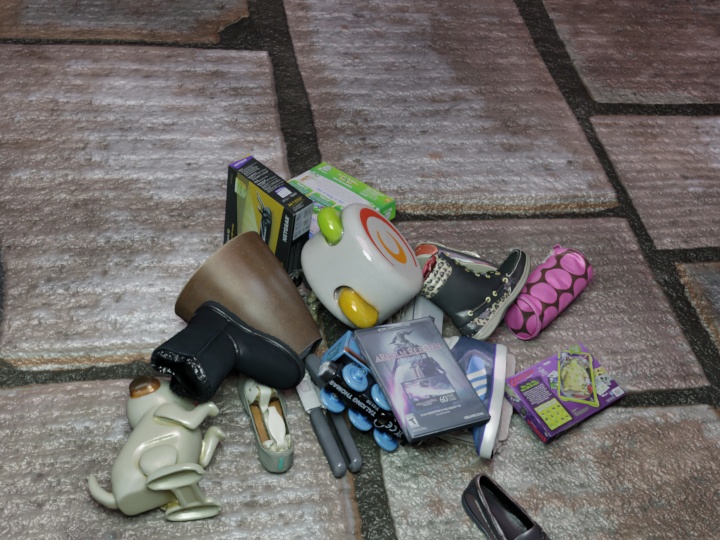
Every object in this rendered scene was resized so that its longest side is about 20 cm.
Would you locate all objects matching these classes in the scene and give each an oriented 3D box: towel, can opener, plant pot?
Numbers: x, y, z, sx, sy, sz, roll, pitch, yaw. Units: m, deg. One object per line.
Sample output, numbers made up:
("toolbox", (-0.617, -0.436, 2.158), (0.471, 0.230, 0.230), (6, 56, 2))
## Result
("towel", (0.183, 0.200, 1.549), (0.132, 0.035, 0.201), (14, 46, 0))
("can opener", (-0.052, 0.219, 1.461), (0.053, 0.067, 0.200), (-12, 50, -20))
("plant pot", (-0.163, 0.072, 1.516), (0.200, 0.187, 0.187), (44, 53, 11))

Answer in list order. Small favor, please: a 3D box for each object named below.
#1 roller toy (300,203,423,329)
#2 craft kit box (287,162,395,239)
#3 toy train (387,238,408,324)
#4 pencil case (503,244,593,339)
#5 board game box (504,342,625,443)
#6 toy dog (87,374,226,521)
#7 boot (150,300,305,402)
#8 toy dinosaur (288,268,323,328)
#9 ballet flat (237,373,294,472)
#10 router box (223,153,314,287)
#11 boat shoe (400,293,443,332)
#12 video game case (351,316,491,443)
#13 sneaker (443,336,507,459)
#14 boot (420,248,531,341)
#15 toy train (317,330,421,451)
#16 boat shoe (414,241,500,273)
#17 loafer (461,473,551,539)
("roller toy", (0.000, 0.000, 1.530), (0.201, 0.140, 0.182), (57, 22, 17))
("craft kit box", (-0.072, -0.115, 1.757), (0.197, 0.049, 0.200), (-33, 47, -31))
("toy train", (0.021, 0.032, 1.653), (0.115, 0.085, 0.201), (3, 52, 14))
("pencil case", (0.331, 0.036, 1.698), (0.200, 0.091, 0.094), (-39, 99, -39))
("board game box", (0.335, 0.199, 1.563), (0.199, 0.032, 0.120), (-18, 63, -36))
("toy dog", (-0.285, 0.248, 1.359), (0.193, 0.140, 0.201), (-17, 47, 8))
("boot", (-0.192, 0.144, 1.378), (0.200, 0.077, 0.168), (35, 31, -2))
("toy dinosaur", (-0.072, 0.008, 1.625), (0.047, 0.088, 0.201), (-2, 55, 42))
("ballet flat", (-0.141, 0.213, 1.450), (0.067, 0.064, 0.201), (-7, 49, -18))
("router box", (-0.162, -0.076, 1.622), (0.157, 0.201, 0.052), (37, 50, 23))
("boat shoe", (0.091, 0.120, 1.582), (0.072, 0.066, 0.201), (27, 53, -28))
("video game case", (0.090, 0.159, 1.420), (0.142, 0.019, 0.201), (-8, 52, -29))
("sneaker", (0.151, 0.194, 1.483), (0.145, 0.081, 0.201), (5, 56, 11))
("boot", (0.194, 0.008, 1.612), (0.154, 0.073, 0.204), (41, 64, -12))
("toy train", (0.022, 0.188, 1.451), (0.200, 0.087, 0.114), (37, 31, -14))
("boat shoe", (0.191, -0.003, 1.719), (0.199, 0.071, 0.063), (15, 34, -2))
("loafer", (0.224, 0.379, 1.369), (0.072, 0.063, 0.200), (-27, 58, -31))
